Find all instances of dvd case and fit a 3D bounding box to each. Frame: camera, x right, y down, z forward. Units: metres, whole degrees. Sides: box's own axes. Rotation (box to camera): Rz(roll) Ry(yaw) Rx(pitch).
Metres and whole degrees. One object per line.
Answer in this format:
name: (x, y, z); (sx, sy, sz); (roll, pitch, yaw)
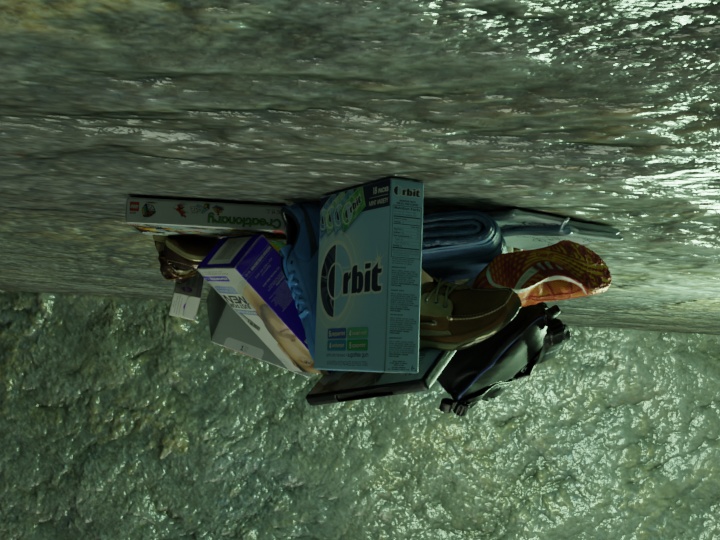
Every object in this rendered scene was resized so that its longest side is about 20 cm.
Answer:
dvd case: (0.037, 0.112, 1.378); (0.199, 0.018, 0.143); (-13, -155, 41)

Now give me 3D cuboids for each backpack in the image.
backpack: (0.175, 0.094, 1.479); (0.200, 0.154, 0.190); (-39, 157, 7)

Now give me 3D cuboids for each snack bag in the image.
snack bag: (0.200, -0.050, 1.394); (0.199, 0.022, 0.188); (8, 173, -38)

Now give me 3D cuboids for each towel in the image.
towel: (0.120, -0.031, 1.331); (0.111, 0.049, 0.200); (-6, 167, 11)

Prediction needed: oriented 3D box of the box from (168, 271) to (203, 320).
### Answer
box: (-0.250, 0.005, 1.611); (0.038, 0.042, 0.200); (12, -155, -9)

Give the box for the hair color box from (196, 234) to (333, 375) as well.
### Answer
hair color box: (-0.109, 0.046, 1.421); (0.200, 0.065, 0.109); (48, 154, -24)

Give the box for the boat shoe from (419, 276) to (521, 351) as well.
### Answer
boat shoe: (0.094, 0.049, 1.301); (0.199, 0.074, 0.076); (-16, -155, 40)

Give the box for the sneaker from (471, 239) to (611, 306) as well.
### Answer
sneaker: (0.224, 0.008, 1.358); (0.199, 0.073, 0.077); (-1, 153, -27)

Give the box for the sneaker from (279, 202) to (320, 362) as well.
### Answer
sneaker: (-0.066, 0.016, 1.311); (0.078, 0.201, 0.066); (6, 161, -28)

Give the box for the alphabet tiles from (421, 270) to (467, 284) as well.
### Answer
alphabet tiles: (0.099, 0.047, 1.601); (0.200, 0.008, 0.167); (44, 136, -11)

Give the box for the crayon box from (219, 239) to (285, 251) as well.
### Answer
crayon box: (-0.128, -0.004, 1.655); (0.125, 0.052, 0.200); (32, -167, 35)

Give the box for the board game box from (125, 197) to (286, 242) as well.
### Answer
board game box: (-0.192, -0.064, 1.411); (0.199, 0.035, 0.126); (3, 175, 0)

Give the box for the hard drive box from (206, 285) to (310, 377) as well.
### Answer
hard drive box: (-0.143, 0.067, 1.626); (0.155, 0.077, 0.200); (22, -170, -14)

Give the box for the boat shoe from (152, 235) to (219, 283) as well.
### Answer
boat shoe: (-0.244, -0.017, 1.515); (0.072, 0.072, 0.200); (-3, -168, -27)

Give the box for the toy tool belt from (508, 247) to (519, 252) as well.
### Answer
toy tool belt: (0.155, 0.023, 1.637); (0.199, 0.124, 0.125); (-1, 173, 38)

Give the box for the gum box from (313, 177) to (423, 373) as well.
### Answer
gum box: (0.006, 0.010, 1.201); (0.044, 0.201, 0.170); (5, 174, -27)
